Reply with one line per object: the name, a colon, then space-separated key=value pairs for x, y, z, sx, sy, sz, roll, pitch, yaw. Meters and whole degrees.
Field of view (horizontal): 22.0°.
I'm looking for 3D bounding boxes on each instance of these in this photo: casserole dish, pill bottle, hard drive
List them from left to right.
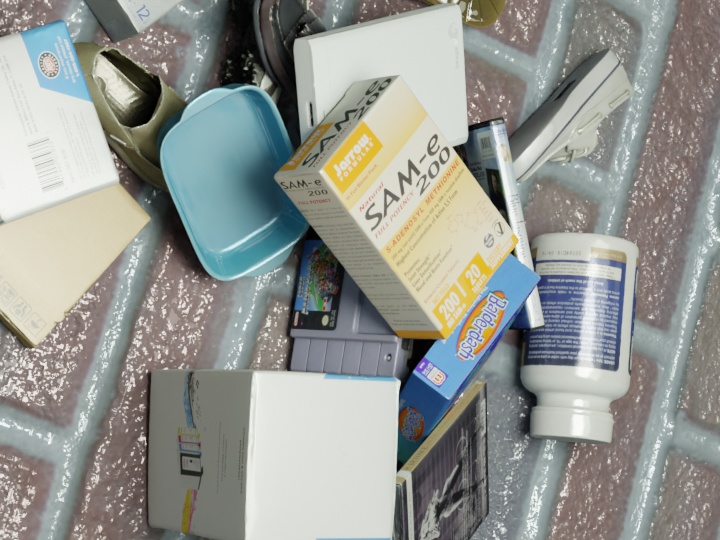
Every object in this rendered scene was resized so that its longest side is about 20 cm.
casserole dish: x=-0.116 y=-0.083 z=1.656 sx=0.121 sy=0.039 sz=0.201 roll=-32 pitch=128 yaw=-14
hard drive: x=0.022 y=-0.161 z=1.683 sx=0.199 sy=0.026 sz=0.133 roll=-20 pitch=112 yaw=-43
pill bottle: x=0.217 y=0.069 z=1.852 sx=0.110 sy=0.111 sz=0.202 roll=10 pitch=81 yaw=-30

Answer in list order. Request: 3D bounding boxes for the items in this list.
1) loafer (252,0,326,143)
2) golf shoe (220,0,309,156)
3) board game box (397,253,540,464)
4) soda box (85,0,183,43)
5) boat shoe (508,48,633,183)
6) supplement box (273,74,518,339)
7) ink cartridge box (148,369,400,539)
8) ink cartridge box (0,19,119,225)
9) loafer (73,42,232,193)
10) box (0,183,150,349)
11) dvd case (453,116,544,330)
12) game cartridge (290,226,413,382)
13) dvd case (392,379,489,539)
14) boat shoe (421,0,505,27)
loafer: x=-0.035 y=-0.173 z=1.678 sx=0.072 sy=0.063 sz=0.201 roll=-53 pitch=136 yaw=-36
golf shoe: x=-0.077 y=-0.196 z=1.717 sx=0.094 sy=0.078 sz=0.202 roll=11 pitch=82 yaw=-30
board game box: x=0.088 y=0.085 z=1.724 sx=0.045 sy=0.200 sz=0.152 roll=36 pitch=67 yaw=6
soda box: x=-0.238 y=-0.305 z=1.635 sx=0.068 sy=0.063 sz=0.201 roll=-41 pitch=106 yaw=-25
boat shoe: x=0.212 y=-0.144 z=1.893 sx=0.066 sy=0.072 sz=0.200 roll=50 pitch=56 yaw=-13
supplement box: x=0.035 y=-0.053 z=1.617 sx=0.200 sy=0.073 sz=0.126 roll=51 pitch=62 yaw=-25
ink cartridge box: x=-0.080 y=0.160 z=1.615 sx=0.146 sy=0.199 sz=0.146 roll=4 pitch=86 yaw=-31
ink cartridge box: x=-0.322 y=-0.107 z=1.531 sx=0.199 sy=0.084 sz=0.146 roll=-22 pitch=97 yaw=-31
loafer: x=-0.188 y=-0.132 z=1.648 sx=0.199 sy=0.068 sz=0.076 roll=34 pitch=70 yaw=-26
box: x=-0.299 y=-0.060 z=1.604 sx=0.200 sy=0.021 sz=0.164 roll=49 pitch=64 yaw=-18
dvd case: x=0.127 y=-0.042 z=1.789 sx=0.017 sy=0.143 sz=0.202 roll=-12 pitch=93 yaw=-16
game cartridge: x=0.000 y=0.000 z=1.719 sx=0.038 sy=0.129 sz=0.202 roll=23 pitch=72 yaw=-55
dvd case: x=0.076 y=0.213 z=1.730 sx=0.200 sy=0.016 sz=0.150 roll=-44 pitch=137 yaw=-54
boat shoe: x=0.052 y=-0.307 z=1.820 sx=0.199 sy=0.063 sz=0.074 roll=26 pitch=97 yaw=-20
